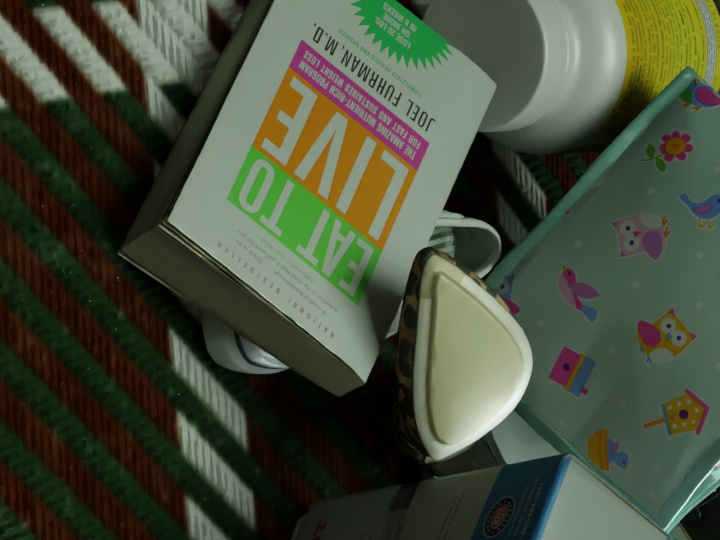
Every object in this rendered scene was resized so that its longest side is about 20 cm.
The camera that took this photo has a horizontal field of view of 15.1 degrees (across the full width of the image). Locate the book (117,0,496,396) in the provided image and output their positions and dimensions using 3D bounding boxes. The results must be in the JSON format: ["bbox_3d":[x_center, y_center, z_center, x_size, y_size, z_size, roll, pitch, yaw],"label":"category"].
[{"bbox_3d":[-0.020,-0.054,1.351,0.134,0.048,0.200,37,54,-19],"label":"book"}]

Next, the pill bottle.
[{"bbox_3d":[0.121,-0.122,1.529,0.200,0.112,0.113,-6,95,-55],"label":"pill bottle"}]

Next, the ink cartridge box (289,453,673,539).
[{"bbox_3d":[0.038,0.181,1.323,0.084,0.200,0.145,38,59,-26],"label":"ink cartridge box"}]

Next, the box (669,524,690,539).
[{"bbox_3d":[0.222,0.099,1.713,0.117,0.060,0.200,6,84,-54],"label":"box"}]

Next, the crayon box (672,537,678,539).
[{"bbox_3d":[0.113,0.192,1.514,0.200,0.058,0.119,26,69,-51],"label":"crayon box"}]

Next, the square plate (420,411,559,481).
[{"bbox_3d":[0.083,0.156,1.546,0.200,0.028,0.198,48,52,-43],"label":"square plate"}]

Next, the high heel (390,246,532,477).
[{"bbox_3d":[0.032,0.041,1.385,0.071,0.143,0.200,-28,130,-11],"label":"high heel"}]

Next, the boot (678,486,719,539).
[{"bbox_3d":[0.187,0.121,1.582,0.200,0.077,0.138,51,19,17],"label":"boot"}]

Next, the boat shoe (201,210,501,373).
[{"bbox_3d":[0.000,0.000,1.399,0.200,0.067,0.074,-30,113,-50],"label":"boat shoe"}]

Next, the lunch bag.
[{"bbox_3d":[0.167,0.024,1.472,0.200,0.170,0.122,-46,167,-6],"label":"lunch bag"}]
